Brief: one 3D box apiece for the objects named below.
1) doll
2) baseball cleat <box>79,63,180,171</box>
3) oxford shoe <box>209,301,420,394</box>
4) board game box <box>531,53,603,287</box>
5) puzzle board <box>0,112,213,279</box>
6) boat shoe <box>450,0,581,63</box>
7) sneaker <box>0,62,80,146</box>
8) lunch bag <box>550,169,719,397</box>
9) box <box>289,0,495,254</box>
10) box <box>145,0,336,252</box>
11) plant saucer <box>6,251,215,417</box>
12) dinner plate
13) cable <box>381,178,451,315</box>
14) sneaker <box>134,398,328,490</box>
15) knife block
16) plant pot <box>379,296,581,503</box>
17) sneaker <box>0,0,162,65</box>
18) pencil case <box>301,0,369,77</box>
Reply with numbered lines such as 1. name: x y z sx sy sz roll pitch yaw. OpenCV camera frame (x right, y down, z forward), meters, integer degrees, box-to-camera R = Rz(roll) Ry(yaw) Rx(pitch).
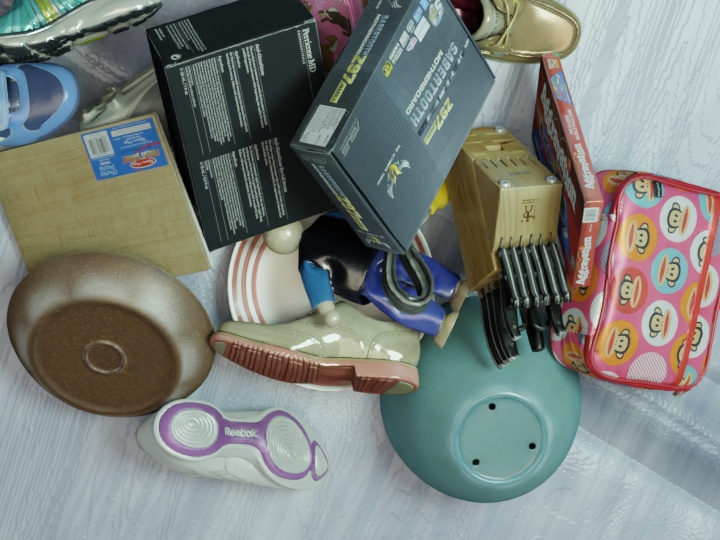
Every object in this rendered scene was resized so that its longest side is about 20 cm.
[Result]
1. doll: 0.000 0.000 1.694 0.199 0.049 0.137 26 61 2
2. baseball cleat: -0.160 -0.158 1.689 0.199 0.070 0.107 -29 119 6
3. oxford shoe: -0.041 0.065 1.708 0.198 0.071 0.074 11 69 -9
4. board game box: 0.184 -0.093 1.645 0.019 0.201 0.103 -3 135 -6
5. puzzle board: -0.240 -0.056 1.679 0.199 0.017 0.152 -11 107 28
6. boat shoe: 0.111 -0.231 1.685 0.198 0.066 0.075 10 103 -7
7. sneaker: -0.352 -0.150 1.642 0.198 0.082 0.075 -6 85 2
8. lunch bag: 0.279 0.013 1.733 0.175 0.082 0.202 11 92 -31
9. box: 0.033 -0.140 1.605 0.201 0.051 0.158 -61 142 -20
10. box: -0.100 -0.135 1.638 0.140 0.079 0.201 -17 128 -10
11. plant saucer: -0.235 0.071 1.701 0.198 0.037 0.202 4 130 5
12. dinner plate: -0.028 0.014 1.744 0.198 0.024 0.202 0 94 -3
13. cable: 0.039 -0.049 1.673 0.096 0.201 0.050 24 128 -11
14. sneaker: -0.124 0.168 1.768 0.199 0.099 0.076 18 68 -28
15. knife block: 0.128 -0.018 1.674 0.063 0.200 0.177 -4 118 -20
16. plant pot: 0.123 0.139 1.743 0.198 0.135 0.202 -1 104 -4
17. sneaker: -0.279 -0.239 1.657 0.198 0.078 0.080 -20 85 -5
18. pencil case: -0.007 -0.198 1.670 0.082 0.087 0.202 -6 110 25
